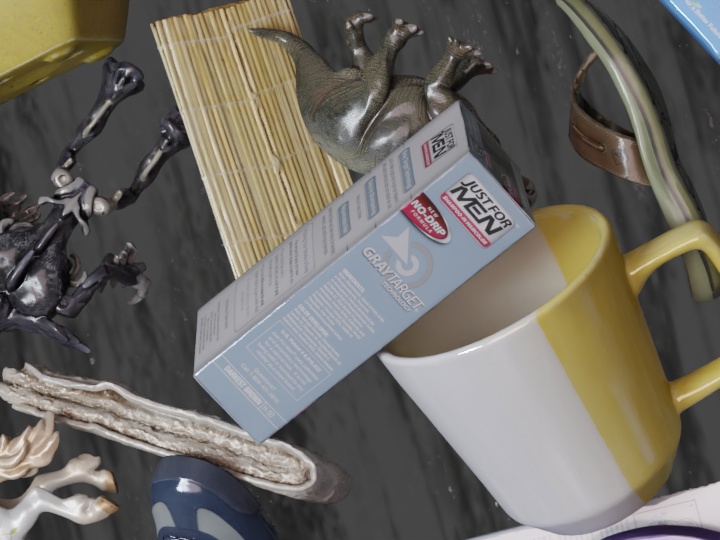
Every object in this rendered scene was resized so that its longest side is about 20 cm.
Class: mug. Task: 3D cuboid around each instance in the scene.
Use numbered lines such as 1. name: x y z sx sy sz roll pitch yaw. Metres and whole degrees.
1. mug: 0.121 0.063 1.534 0.187 0.149 0.153 -12 117 40

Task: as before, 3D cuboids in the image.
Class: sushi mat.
1. sushi mat: -0.054 -0.066 1.627 0.096 0.012 0.200 -16 84 -31

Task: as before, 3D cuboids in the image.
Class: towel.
1. towel: -0.106 0.095 1.605 0.200 0.133 0.034 17 86 11

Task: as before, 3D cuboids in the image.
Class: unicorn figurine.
1. unicorn figurine: -0.186 0.192 1.537 0.137 0.074 0.200 -20 71 -3

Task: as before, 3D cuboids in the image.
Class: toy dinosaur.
1. toy dinosaur: 0.017 -0.093 1.598 0.200 0.077 0.102 22 88 3

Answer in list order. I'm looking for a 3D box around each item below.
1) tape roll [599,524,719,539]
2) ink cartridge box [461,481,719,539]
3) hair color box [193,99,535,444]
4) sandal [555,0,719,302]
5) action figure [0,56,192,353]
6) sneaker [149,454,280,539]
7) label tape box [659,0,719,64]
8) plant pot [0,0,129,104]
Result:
1. tape roll: 0.173 0.244 1.525 0.200 0.085 0.200 0 88 7
2. ink cartridge box: 0.150 0.219 1.594 0.200 0.057 0.163 -14 86 3
3. hair color box: 0.000 0.000 1.529 0.200 0.099 0.061 -39 107 12
4. sandal: 0.153 -0.071 1.574 0.057 0.080 0.201 -23 85 12
5. action figure: -0.175 -0.024 1.639 0.119 0.102 0.200 36 81 9
6. sneaker: -0.084 0.194 1.567 0.070 0.200 0.082 7 46 27
7. label tape box: 0.234 -0.236 1.566 0.200 0.066 0.143 -43 81 6
8. plant pot: -0.243 -0.198 1.614 0.195 0.194 0.200 -24 89 11
